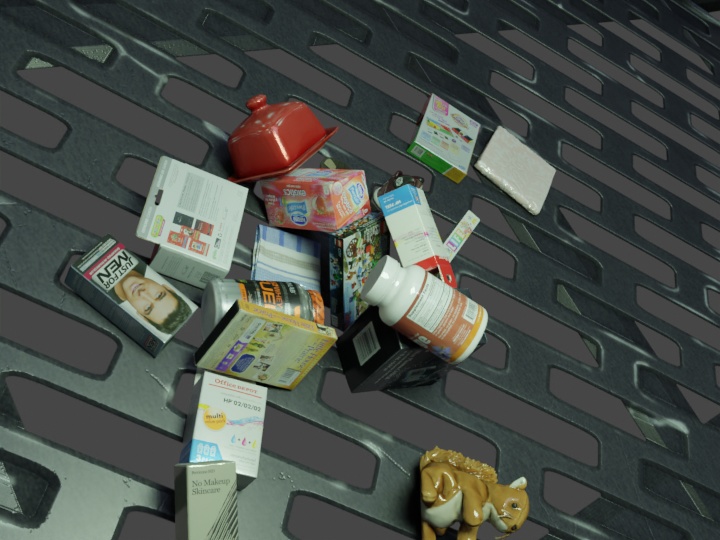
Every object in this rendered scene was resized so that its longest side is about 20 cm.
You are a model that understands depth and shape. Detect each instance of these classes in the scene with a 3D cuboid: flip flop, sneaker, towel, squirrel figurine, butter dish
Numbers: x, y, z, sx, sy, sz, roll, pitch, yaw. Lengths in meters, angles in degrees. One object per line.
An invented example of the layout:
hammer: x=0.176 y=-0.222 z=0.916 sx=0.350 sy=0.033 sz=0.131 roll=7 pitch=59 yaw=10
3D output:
flip flop: x=-0.024 y=-0.150 z=1.780 sx=0.200 sy=0.057 sz=0.081 roll=51 pitch=41 yaw=-12
sneaker: x=0.111 y=-0.135 z=1.779 sx=0.075 sy=0.116 sz=0.200 roll=3 pitch=44 yaw=-51
towel: x=0.393 y=-0.255 z=2.122 sx=0.199 sy=0.032 sz=0.191 roll=37 pitch=47 yaw=-5
squirrel figurine: x=0.197 y=0.385 z=1.466 sx=0.185 sy=0.143 sz=0.200 roll=-2 pitch=25 yaw=3
butter dish: x=-0.178 y=-0.273 z=1.647 sx=0.200 sy=0.198 sz=0.149 roll=-46 pitch=121 yaw=-43
towel: x=-0.141 y=0.008 z=1.615 sx=0.146 sy=0.024 sz=0.201 roll=17 pitch=52 yaw=-23

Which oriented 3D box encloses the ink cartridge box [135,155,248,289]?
ink cartridge box: x=-0.314 y=-0.087 z=1.531 sx=0.175 sy=0.084 sz=0.201 roll=22 pitch=50 yaw=-18

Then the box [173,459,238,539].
box: x=-0.225 y=0.384 z=1.231 sx=0.082 sy=0.068 sz=0.202 roll=0 pitch=80 yaw=-28

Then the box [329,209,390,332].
box: x=0.000 y=0.000 z=1.600 sx=0.038 sy=0.201 sz=0.136 roll=24 pitch=37 yaw=35

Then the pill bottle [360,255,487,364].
pill bottle: x=0.104 y=0.062 z=1.402 sx=0.199 sy=0.112 sz=0.113 roll=32 pitch=48 yaw=-10

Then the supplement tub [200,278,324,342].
supplement tub: x=-0.172 y=0.079 z=1.472 sx=0.198 sy=0.123 sz=0.123 roll=3 pitch=58 yaw=-25

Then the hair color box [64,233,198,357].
hair color box: x=-0.386 y=0.041 z=1.415 sx=0.200 sy=0.061 sz=0.099 roll=40 pitch=47 yaw=-3

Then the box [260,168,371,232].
box: x=-0.087 y=-0.139 z=1.624 sx=0.102 sy=0.199 sz=0.095 roll=-29 pitch=116 yaw=-42

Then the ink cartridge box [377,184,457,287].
ink cartridge box: x=0.109 y=-0.051 z=1.561 sx=0.201 sy=0.067 sz=0.116 roll=71 pitch=17 yaw=7

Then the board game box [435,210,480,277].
board game box: x=0.166 y=-0.028 z=1.755 sx=0.034 sy=0.135 sz=0.200 roll=41 pitch=47 yaw=-1

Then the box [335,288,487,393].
box: x=0.092 y=0.130 z=1.557 sx=0.199 sy=0.197 sz=0.118 roll=-2 pitch=61 yaw=-33

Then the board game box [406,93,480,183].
board game box: x=0.206 y=-0.325 z=2.047 sx=0.152 sy=0.040 sz=0.201 roll=31 pitch=48 yaw=-10

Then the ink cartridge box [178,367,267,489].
ink cartridge box: x=-0.221 y=0.243 z=1.373 sx=0.114 sy=0.068 sz=0.201 roll=18 pitch=51 yaw=-21

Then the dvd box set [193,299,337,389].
dvd box set: x=-0.158 y=0.128 z=1.413 sx=0.199 sy=0.146 sz=0.030 roll=19 pitch=35 yaw=-35
